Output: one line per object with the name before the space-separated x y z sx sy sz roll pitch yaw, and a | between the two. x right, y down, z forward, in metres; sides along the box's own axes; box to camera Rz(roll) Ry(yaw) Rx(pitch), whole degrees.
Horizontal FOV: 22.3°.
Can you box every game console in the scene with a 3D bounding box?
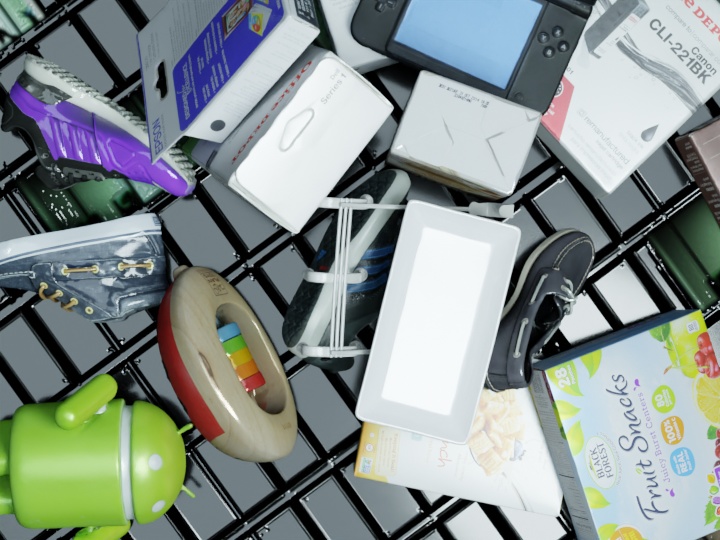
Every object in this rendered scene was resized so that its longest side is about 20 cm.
game console | 0.107 -0.253 1.620 0.199 0.118 0.171 24 88 4

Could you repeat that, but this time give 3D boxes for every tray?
tray | 0.068 0.046 1.625 0.107 0.022 0.201 15 88 -8

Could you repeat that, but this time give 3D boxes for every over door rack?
over door rack | 0.036 0.008 1.667 0.199 0.067 0.149 2 95 -27

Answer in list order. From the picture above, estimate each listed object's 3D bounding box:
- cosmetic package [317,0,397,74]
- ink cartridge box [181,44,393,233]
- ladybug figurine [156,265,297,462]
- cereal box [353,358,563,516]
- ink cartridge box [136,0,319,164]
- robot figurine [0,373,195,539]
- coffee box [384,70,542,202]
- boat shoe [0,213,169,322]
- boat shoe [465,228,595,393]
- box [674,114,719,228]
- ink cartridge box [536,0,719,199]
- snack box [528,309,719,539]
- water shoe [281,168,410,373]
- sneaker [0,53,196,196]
cosmetic package | 0.000 -0.292 1.718 0.101 0.071 0.201 -17 89 -2
ink cartridge box | -0.069 -0.127 1.644 0.084 0.200 0.146 38 90 -22
ladybug figurine | -0.130 0.090 1.691 0.072 0.136 0.201 -28 83 23
cereal box | 0.103 0.143 1.731 0.199 0.040 0.145 11 87 0
ink cartridge box | -0.123 -0.213 1.647 0.043 0.199 0.200 28 123 -33
robot figurine | -0.252 0.178 1.688 0.199 0.116 0.176 -2 116 -2
coffee box | 0.089 -0.118 1.653 0.114 0.200 0.080 21 90 0
boat shoe | -0.278 0.011 1.710 0.199 0.071 0.091 -12 86 -3
boat shoe | 0.173 0.038 1.684 0.200 0.063 0.073 -50 130 -32
box | 0.388 -0.060 1.722 0.100 0.075 0.201 -28 92 -1
ink cartridge box | 0.251 -0.188 1.715 0.200 0.084 0.144 -44 89 -1
snack box | 0.262 0.157 1.699 0.168 0.068 0.201 -19 93 -14
water shoe | 0.000 0.000 1.729 0.079 0.071 0.201 32 87 -28
sneaker | -0.251 -0.111 1.720 0.200 0.070 0.100 34 96 4
